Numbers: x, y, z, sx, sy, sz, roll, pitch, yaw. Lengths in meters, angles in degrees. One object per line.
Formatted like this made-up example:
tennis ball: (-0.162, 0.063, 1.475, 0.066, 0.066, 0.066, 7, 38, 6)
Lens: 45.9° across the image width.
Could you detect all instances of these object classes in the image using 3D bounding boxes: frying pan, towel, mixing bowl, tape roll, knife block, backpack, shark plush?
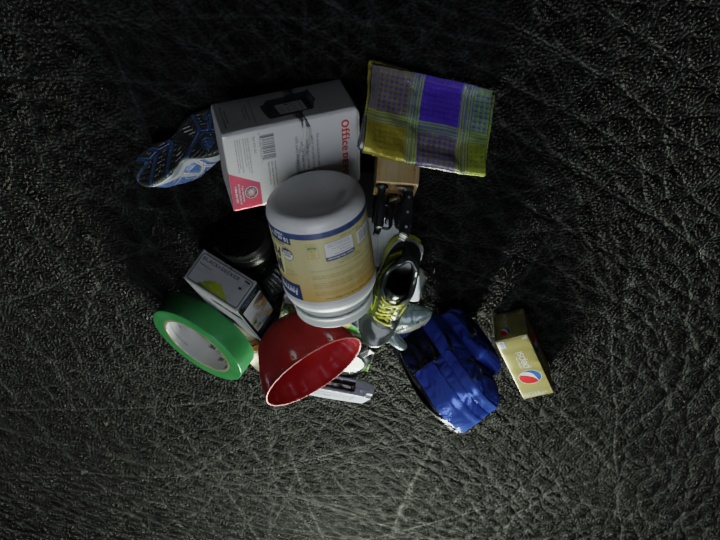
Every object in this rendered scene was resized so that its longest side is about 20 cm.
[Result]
frying pan: (0.004, 0.167, 1.652, 0.189, 0.031, 0.115, -5, 138, 12)
towel: (0.096, -0.217, 1.223, 0.199, 0.144, 0.023, 12, 168, -12)
mixing bowl: (-0.110, 0.143, 1.542, 0.200, 0.108, 0.200, -30, 158, -14)
tape roll: (-0.295, 0.126, 1.600, 0.200, 0.048, 0.201, 27, 151, 16)
knife block: (0.054, -0.150, 1.242, 0.064, 0.176, 0.200, 4, 125, -3)
backpack: (0.172, 0.184, 1.571, 0.168, 0.200, 0.162, -37, 144, 13)
shark plush: (0.024, 0.068, 1.521, 0.200, 0.091, 0.083, 19, 156, -4)

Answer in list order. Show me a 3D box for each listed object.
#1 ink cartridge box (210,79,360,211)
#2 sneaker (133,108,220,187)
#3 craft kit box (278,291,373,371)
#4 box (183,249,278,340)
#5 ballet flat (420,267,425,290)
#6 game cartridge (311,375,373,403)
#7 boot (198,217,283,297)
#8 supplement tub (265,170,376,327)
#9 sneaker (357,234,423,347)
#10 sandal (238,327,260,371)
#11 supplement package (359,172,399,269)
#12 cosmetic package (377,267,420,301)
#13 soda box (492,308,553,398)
ink cartridge box: (-0.107, -0.185, 1.260, 0.199, 0.084, 0.145, -14, 138, -12)
sneaker: (-0.255, -0.190, 1.326, 0.200, 0.076, 0.077, -24, 169, 14)
craft kit box: (-0.062, 0.109, 1.642, 0.199, 0.049, 0.198, 9, 139, -7)
box: (-0.221, 0.046, 1.480, 0.116, 0.060, 0.200, 31, 167, 13)
ballet flat: (0.018, 0.025, 1.531, 0.199, 0.070, 0.070, -2, 137, 5)
game cartridge: (-0.081, 0.235, 1.739, 0.199, 0.041, 0.133, 12, 161, -8)
boot: (-0.168, -0.015, 1.444, 0.158, 0.080, 0.211, 42, 165, -30)
supplement tub: (-0.053, -0.030, 1.251, 0.144, 0.145, 0.200, -4, 127, 7)
sneaker: (0.041, 0.041, 1.328, 0.074, 0.085, 0.200, 16, 114, -4)
sandal: (-0.229, 0.156, 1.690, 0.080, 0.054, 0.200, -22, 131, 24)
supplement package: (-0.030, -0.082, 1.381, 0.199, 0.117, 0.117, 2, 136, 0)
cosmetic package: (0.000, 0.000, 1.441, 0.199, 0.151, 0.052, 1, 114, 3)
soda box: (0.319, 0.165, 1.661, 0.064, 0.068, 0.200, -15, 134, 17)
